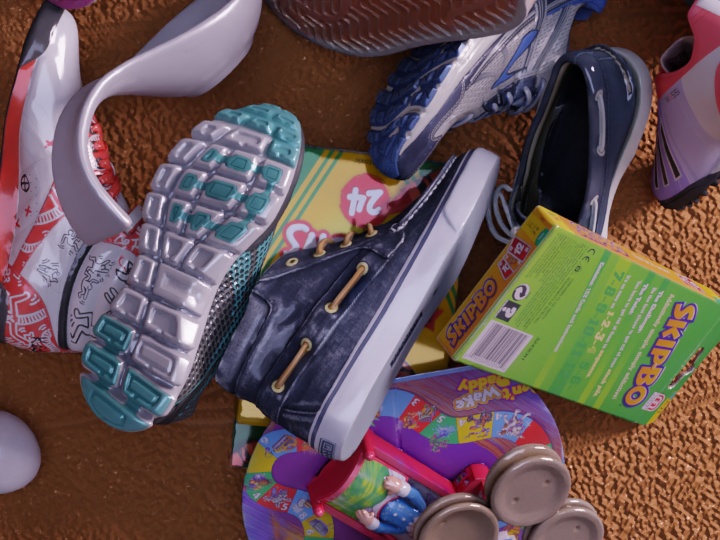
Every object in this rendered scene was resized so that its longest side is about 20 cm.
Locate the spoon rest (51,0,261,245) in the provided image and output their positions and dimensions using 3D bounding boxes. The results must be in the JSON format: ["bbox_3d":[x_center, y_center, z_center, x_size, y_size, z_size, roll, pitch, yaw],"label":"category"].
[{"bbox_3d":[-0.116,-0.107,0.873,0.061,0.099,0.201,46,47,-24],"label":"spoon rest"}]

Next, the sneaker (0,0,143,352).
[{"bbox_3d":[-0.159,-0.049,0.918,0.106,0.067,0.204,11,94,-7],"label":"sneaker"}]

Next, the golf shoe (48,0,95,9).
[{"bbox_3d":[-0.192,-0.238,0.913,0.201,0.075,0.091,51,42,10],"label":"golf shoe"}]

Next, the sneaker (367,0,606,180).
[{"bbox_3d":[0.084,-0.121,0.925,0.085,0.077,0.201,44,71,-18],"label":"sneaker"}]

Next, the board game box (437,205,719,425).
[{"bbox_3d":[0.140,0.033,0.912,0.199,0.030,0.096,22,111,-42],"label":"board game box"}]

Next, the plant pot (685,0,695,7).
[{"bbox_3d":[0.199,-0.260,0.897,0.195,0.200,0.201,34,88,3],"label":"plant pot"}]

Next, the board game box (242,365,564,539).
[{"bbox_3d":[0.030,0.139,0.920,0.197,0.039,0.160,-9,120,-6],"label":"board game box"}]

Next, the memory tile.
[{"bbox_3d":[0.059,0.198,0.927,0.199,0.017,0.154,-34,125,5],"label":"memory tile"}]

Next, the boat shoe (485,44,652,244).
[{"bbox_3d":[0.116,-0.034,0.917,0.061,0.075,0.202,-7,124,-44],"label":"boat shoe"}]

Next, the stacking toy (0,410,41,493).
[{"bbox_3d":[-0.277,0.083,0.894,0.199,0.146,0.147,28,88,-23],"label":"stacking toy"}]

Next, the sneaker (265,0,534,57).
[{"bbox_3d":[0.030,-0.176,0.899,0.080,0.198,0.072,-56,132,-30],"label":"sneaker"}]

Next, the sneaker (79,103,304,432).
[{"bbox_3d":[-0.089,0.000,0.889,0.077,0.091,0.202,27,84,18],"label":"sneaker"}]

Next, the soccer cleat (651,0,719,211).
[{"bbox_3d":[0.197,-0.096,0.895,0.073,0.200,0.068,39,75,6],"label":"soccer cleat"}]

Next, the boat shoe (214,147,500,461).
[{"bbox_3d":[0.000,0.000,0.881,0.090,0.071,0.201,28,73,12],"label":"boat shoe"}]

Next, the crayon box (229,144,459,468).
[{"bbox_3d":[-0.007,0.029,0.943,0.125,0.051,0.203,6,91,-7],"label":"crayon box"}]
